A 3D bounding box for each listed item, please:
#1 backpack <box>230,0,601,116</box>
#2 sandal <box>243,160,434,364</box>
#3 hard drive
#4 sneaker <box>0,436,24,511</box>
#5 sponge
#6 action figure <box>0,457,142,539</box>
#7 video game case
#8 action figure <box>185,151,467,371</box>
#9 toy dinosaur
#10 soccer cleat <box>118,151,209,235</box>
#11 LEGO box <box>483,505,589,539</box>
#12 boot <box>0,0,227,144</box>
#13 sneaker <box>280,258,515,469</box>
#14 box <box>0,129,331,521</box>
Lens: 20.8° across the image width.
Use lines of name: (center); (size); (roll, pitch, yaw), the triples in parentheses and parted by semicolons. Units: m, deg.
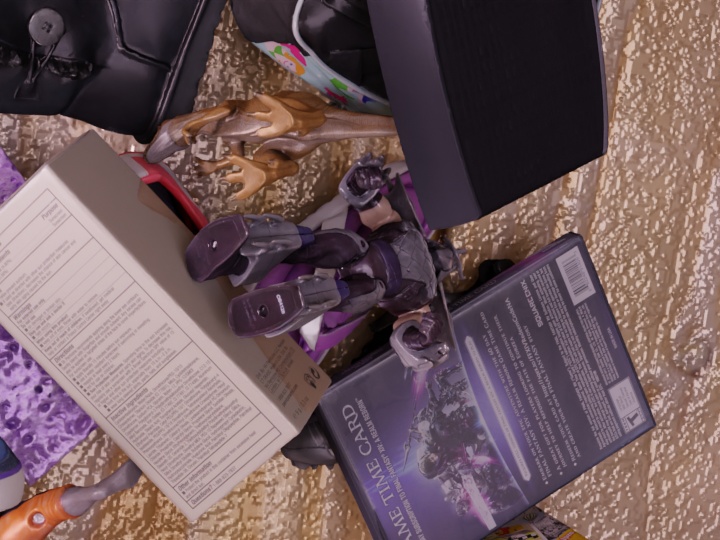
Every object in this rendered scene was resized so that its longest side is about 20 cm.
backpack: (0.036, -0.166, 1.143); (0.200, 0.151, 0.178); (28, 87, -31)
sandal: (-0.012, 0.004, 1.176); (0.203, 0.050, 0.082); (-50, 127, -26)
hard drive: (0.072, -0.133, 1.062); (0.135, 0.042, 0.200); (-26, 115, -30)
sneaker: (-0.256, 0.037, 1.045); (0.081, 0.200, 0.147); (-16, 117, -48)
sponge: (-0.213, 0.017, 1.154); (0.112, 0.030, 0.200); (-39, 108, -9)
action figure: (-0.219, 0.140, 1.106); (0.193, 0.105, 0.200); (0, 110, 20)
video game case: (0.079, 0.086, 1.207); (0.200, 0.019, 0.143); (-30, 111, -17)
action figure: (0.000, 0.000, 1.109); (0.200, 0.069, 0.130); (-7, 64, -50)
toy dinosaur: (-0.030, -0.081, 1.080); (0.200, 0.106, 0.060); (3, 109, 14)
soccer cleat: (-0.095, 0.018, 1.169); (0.067, 0.076, 0.200); (-33, 107, -11)
LEGO box: (0.051, 0.227, 1.215); (0.200, 0.149, 0.077); (-19, 104, -16)
boot: (-0.161, -0.174, 1.107); (0.168, 0.076, 0.200); (11, 102, -30)
sneaker: (0.029, 0.052, 1.227); (0.200, 0.066, 0.091); (-26, 103, -18)
box: (-0.122, 0.029, 1.090); (0.095, 0.078, 0.200); (-39, 96, 23)
